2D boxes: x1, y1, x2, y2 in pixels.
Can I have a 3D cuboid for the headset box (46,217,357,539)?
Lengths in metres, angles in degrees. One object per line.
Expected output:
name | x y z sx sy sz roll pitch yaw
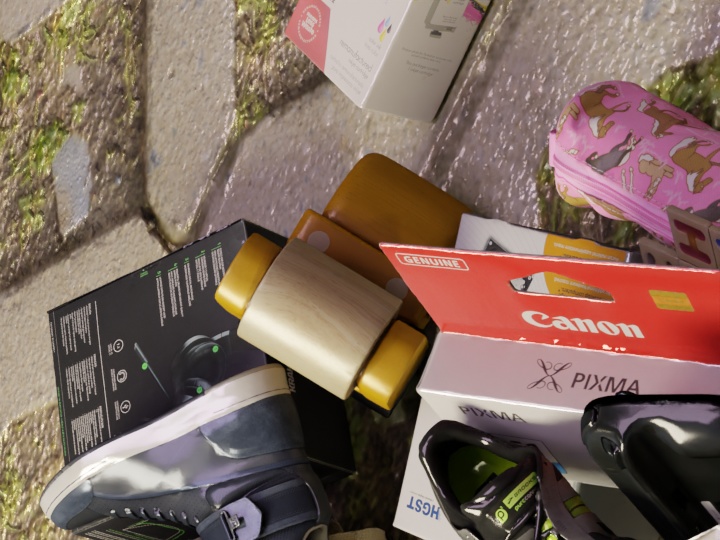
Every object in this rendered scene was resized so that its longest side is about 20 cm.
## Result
headset box | -0.108 0.081 1.603 0.200 0.093 0.175 -25 61 28

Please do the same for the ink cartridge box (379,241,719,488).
ink cartridge box | 0.120 0.057 1.196 0.200 0.176 0.045 5 61 33

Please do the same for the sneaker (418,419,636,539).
sneaker | 0.094 0.141 1.180 0.071 0.083 0.200 -49 45 -2

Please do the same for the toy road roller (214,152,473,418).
toy road roller | 0.000 0.000 1.451 0.123 0.200 0.146 31 89 5

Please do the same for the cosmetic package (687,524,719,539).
cosmetic package | 0.225 0.188 1.107 0.073 0.200 0.104 -35 55 41

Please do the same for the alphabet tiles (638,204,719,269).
alphabet tiles | 0.222 0.054 1.211 0.200 0.006 0.167 30 146 50

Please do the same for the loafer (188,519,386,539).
loafer | -0.045 0.196 1.551 0.200 0.076 0.069 2 82 42

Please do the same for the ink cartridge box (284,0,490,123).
ink cartridge box | 0.037 -0.215 1.541 0.116 0.067 0.200 46 117 46

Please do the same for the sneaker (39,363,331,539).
sneaker | -0.109 0.166 1.486 0.202 0.077 0.147 -28 79 27

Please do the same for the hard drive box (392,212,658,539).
hard drive box | 0.114 0.079 1.372 0.156 0.077 0.201 14 93 52

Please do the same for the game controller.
game controller | 0.191 0.116 1.169 0.104 0.200 0.042 -11 54 28

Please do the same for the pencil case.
pencil case | 0.191 -0.041 1.289 0.083 0.086 0.200 -57 42 2
